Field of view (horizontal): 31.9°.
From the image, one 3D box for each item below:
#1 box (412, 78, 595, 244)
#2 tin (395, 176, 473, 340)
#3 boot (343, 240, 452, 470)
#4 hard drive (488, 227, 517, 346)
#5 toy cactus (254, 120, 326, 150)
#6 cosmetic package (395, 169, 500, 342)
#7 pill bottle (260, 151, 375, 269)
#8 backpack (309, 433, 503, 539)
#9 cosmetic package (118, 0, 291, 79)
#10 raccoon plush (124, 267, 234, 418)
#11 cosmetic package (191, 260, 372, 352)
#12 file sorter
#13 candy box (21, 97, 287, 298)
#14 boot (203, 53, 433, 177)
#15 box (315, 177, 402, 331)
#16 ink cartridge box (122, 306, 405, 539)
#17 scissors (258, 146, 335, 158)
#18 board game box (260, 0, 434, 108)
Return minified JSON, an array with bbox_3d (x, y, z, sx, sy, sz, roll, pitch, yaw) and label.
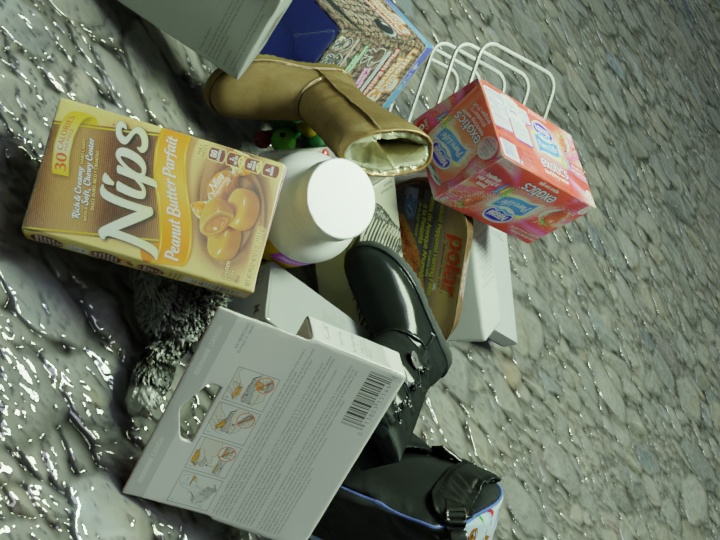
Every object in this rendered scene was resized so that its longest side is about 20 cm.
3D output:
[{"bbox_3d":[0.157,-0.114,1.365,0.199,0.094,0.103,19,50,-50],"label":"box"},{"bbox_3d":[0.065,-0.005,1.398,0.042,0.111,0.202,-27,128,-62],"label":"tin"},{"bbox_3d":[0.010,0.075,1.198,0.165,0.065,0.200,55,31,-7],"label":"boot"},{"bbox_3d":[0.159,-0.014,1.639,0.132,0.025,0.202,29,53,-55],"label":"hard drive"},{"bbox_3d":[-0.063,-0.152,1.417,0.199,0.102,0.166,-7,58,-55],"label":"toy cactus"},{"bbox_3d":[0.098,-0.022,1.478,0.074,0.101,0.202,-40,126,-61],"label":"cosmetic package"},{"bbox_3d":[-0.068,-0.055,1.204,0.103,0.199,0.105,4,83,-31],"label":"pill bottle"},{"bbox_3d":[0.045,0.240,1.224,0.190,0.199,0.155,-14,124,-54],"label":"backpack"},{"bbox_3d":[-0.168,-0.296,1.238,0.199,0.113,0.081,35,39,-5],"label":"cosmetic package"},{"bbox_3d":[-0.189,0.010,1.111,0.134,0.096,0.201,41,40,-23],"label":"raccoon plush"},{"bbox_3d":[-0.062,0.079,1.245,0.200,0.101,0.075,40,40,-39],"label":"cosmetic package"},{"bbox_3d":[0.117,-0.203,1.540,0.138,0.199,0.126,20,88,-36],"label":"file sorter"},{"bbox_3d":[-0.174,-0.059,1.072,0.198,0.055,0.116,16,79,-11],"label":"candy box"},{"bbox_3d":[-0.046,-0.154,1.251,0.200,0.174,0.067,-130,-143,-53],"label":"boot"},{"bbox_3d":[0.000,0.000,1.339,0.082,0.068,0.202,-36,125,-48],"label":"box"},{"bbox_3d":[-0.084,0.128,1.074,0.175,0.201,0.045,22,22,-20],"label":"ink cartridge box"},{"bbox_3d":[-0.029,-0.118,1.346,0.199,0.014,0.074,-27,113,-44],"label":"scissors"},{"bbox_3d":[-0.039,-0.280,1.449,0.160,0.097,0.199,50,26,20],"label":"board game box"}]
